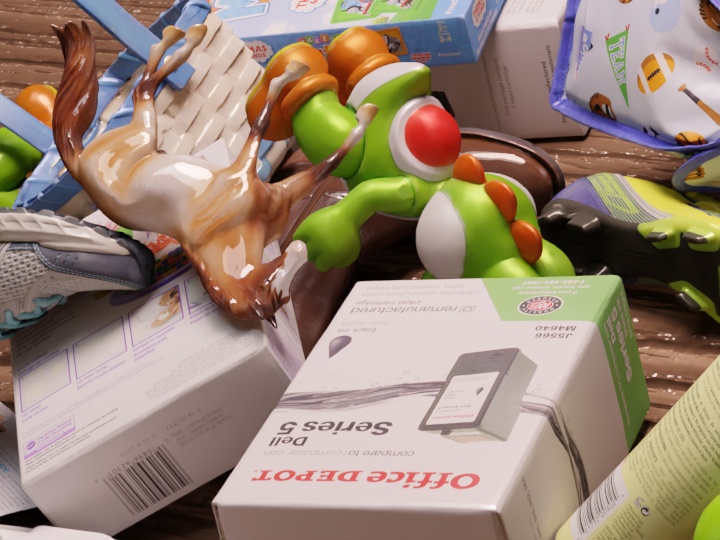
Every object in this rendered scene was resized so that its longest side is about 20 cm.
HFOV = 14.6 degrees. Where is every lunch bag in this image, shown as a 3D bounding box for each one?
[{"bbox_3d":[0.224,-0.105,1.517,0.169,0.125,0.200,0,14,-29],"label":"lunch bag"}]

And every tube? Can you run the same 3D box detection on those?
[{"bbox_3d":[0.163,0.070,1.215,0.200,0.058,0.052,-51,-2,28],"label":"tube"}]

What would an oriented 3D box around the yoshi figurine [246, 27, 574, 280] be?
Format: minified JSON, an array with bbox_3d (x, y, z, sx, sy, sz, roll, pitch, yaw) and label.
[{"bbox_3d":[0.029,-0.029,1.474,0.112,0.112,0.200,-44,64,2],"label":"yoshi figurine"}]

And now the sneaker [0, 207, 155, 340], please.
[{"bbox_3d":[-0.199,0.016,1.457,0.199,0.087,0.078,-2,-9,19],"label":"sneaker"}]

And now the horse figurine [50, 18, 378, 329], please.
[{"bbox_3d":[-0.086,-0.057,1.422,0.199,0.050,0.133,24,77,27],"label":"horse figurine"}]

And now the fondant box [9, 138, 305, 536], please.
[{"bbox_3d":[-0.108,0.035,1.456,0.144,0.058,0.200,-30,35,10],"label":"fondant box"}]

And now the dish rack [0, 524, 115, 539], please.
[{"bbox_3d":[-0.180,0.180,1.313,0.171,0.044,0.200,3,31,32],"label":"dish rack"}]

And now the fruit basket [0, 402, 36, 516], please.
[{"bbox_3d":[-0.270,0.103,1.474,0.199,0.094,0.185,-7,27,-34],"label":"fruit basket"}]

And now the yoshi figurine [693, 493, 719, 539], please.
[{"bbox_3d":[0.196,0.143,1.132,0.112,0.112,0.200,-29,24,-9],"label":"yoshi figurine"}]

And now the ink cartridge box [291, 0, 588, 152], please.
[{"bbox_3d":[0.056,-0.147,1.759,0.199,0.085,0.146,-2,31,24],"label":"ink cartridge box"}]

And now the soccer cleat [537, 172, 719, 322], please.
[{"bbox_3d":[0.181,-0.016,1.478,0.084,0.065,0.200,-32,32,-33],"label":"soccer cleat"}]

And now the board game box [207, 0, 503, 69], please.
[{"bbox_3d":[-0.008,-0.170,1.706,0.199,0.037,0.152,-4,34,22],"label":"board game box"}]

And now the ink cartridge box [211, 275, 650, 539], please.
[{"bbox_3d":[0.038,0.088,1.331,0.145,0.084,0.200,-1,30,24],"label":"ink cartridge box"}]

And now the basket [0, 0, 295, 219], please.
[{"bbox_3d":[-0.145,-0.097,1.594,0.139,0.200,0.176,-54,9,-28],"label":"basket"}]

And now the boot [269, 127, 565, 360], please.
[{"bbox_3d":[0.000,0.000,1.542,0.186,0.064,0.200,-3,31,27],"label":"boot"}]

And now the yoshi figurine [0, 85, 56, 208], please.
[{"bbox_3d":[-0.268,-0.040,1.694,0.200,0.113,0.112,-33,17,-27],"label":"yoshi figurine"}]
